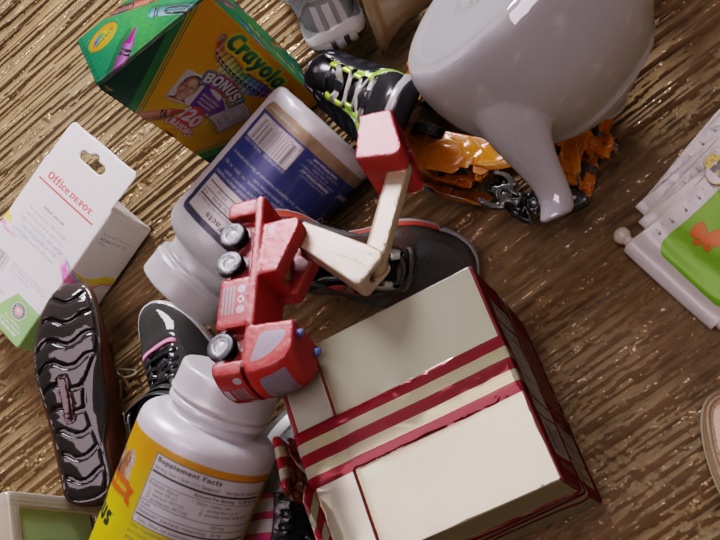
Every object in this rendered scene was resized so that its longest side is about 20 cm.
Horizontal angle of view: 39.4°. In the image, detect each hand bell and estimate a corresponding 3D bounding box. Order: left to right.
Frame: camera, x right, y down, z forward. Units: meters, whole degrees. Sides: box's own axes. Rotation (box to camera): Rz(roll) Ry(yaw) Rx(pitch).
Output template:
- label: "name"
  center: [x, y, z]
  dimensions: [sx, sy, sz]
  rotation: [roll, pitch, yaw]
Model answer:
- label: "hand bell"
  center: [0.091, -0.278, 0.888]
  dimensions: [0.199, 0.104, 0.105]
  rotation: [-22, 67, 5]

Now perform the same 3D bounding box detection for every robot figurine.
- label: "robot figurine"
  center: [0.118, -0.113, 0.831]
  dimensions: [0.199, 0.058, 0.146]
  rotation: [14, 82, 28]

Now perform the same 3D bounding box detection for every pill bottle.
- label: "pill bottle"
  center: [-0.134, 0.171, 0.758]
  dimensions: [0.109, 0.109, 0.201]
  rotation: [25, 95, 28]
- label: "pill bottle"
  center: [-0.094, -0.052, 0.881]
  dimensions: [0.200, 0.111, 0.111]
  rotation: [-48, 62, 5]

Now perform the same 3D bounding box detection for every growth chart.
- label: "growth chart"
  center: [0.292, -0.057, 0.758]
  dimensions: [0.145, 0.018, 0.200]
  rotation: [37, 93, 28]

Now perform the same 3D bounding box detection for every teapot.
- label: "teapot"
  center: [0.142, -0.167, 0.729]
  dimensions: [0.200, 0.146, 0.198]
  rotation: [-49, 22, 14]

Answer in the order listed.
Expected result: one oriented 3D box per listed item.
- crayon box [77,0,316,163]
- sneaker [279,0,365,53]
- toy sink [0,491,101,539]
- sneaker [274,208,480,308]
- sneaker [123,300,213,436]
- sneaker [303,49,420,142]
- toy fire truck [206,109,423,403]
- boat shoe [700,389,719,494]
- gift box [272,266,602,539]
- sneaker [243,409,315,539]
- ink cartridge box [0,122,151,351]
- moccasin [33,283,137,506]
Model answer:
- label: "crayon box"
  center: [-0.135, -0.174, 0.885]
  dimensions: [0.119, 0.200, 0.058]
  rotation: [-36, 62, 12]
- label: "sneaker"
  center: [-0.056, -0.290, 0.904]
  dimensions: [0.075, 0.116, 0.200]
  rotation: [-29, 44, 0]
- label: "toy sink"
  center: [-0.282, 0.302, 0.855]
  dimensions: [0.112, 0.130, 0.201]
  rotation: [-21, 66, 17]
- label: "sneaker"
  center: [0.000, 0.000, 0.802]
  dimensions: [0.199, 0.082, 0.078]
  rotation: [4, 104, -4]
- label: "sneaker"
  center: [-0.166, 0.100, 0.877]
  dimensions: [0.071, 0.099, 0.201]
  rotation: [-35, 62, 14]
- label: "sneaker"
  center: [-0.010, -0.142, 0.833]
  dimensions: [0.082, 0.200, 0.072]
  rotation: [20, 99, -15]
- label: "toy fire truck"
  center: [-0.029, -0.010, 0.707]
  dimensions: [0.140, 0.049, 0.201]
  rotation: [-11, 56, 19]
- label: "boat shoe"
  center: [0.284, 0.166, 0.666]
  dimensions: [0.073, 0.069, 0.201]
  rotation: [-27, 66, 16]
- label: "gift box"
  center: [0.050, 0.135, 0.720]
  dimensions: [0.186, 0.185, 0.201]
  rotation: [-26, 60, 14]
- label: "sneaker"
  center: [-0.050, 0.214, 0.787]
  dimensions: [0.121, 0.083, 0.201]
  rotation: [26, 95, 43]
- label: "ink cartridge box"
  center: [-0.289, -0.030, 0.989]
  dimensions: [0.117, 0.067, 0.200]
  rotation: [38, 94, 29]
- label: "moccasin"
  center: [-0.247, 0.112, 0.921]
  dimensions: [0.073, 0.078, 0.202]
  rotation: [-19, 80, 5]
